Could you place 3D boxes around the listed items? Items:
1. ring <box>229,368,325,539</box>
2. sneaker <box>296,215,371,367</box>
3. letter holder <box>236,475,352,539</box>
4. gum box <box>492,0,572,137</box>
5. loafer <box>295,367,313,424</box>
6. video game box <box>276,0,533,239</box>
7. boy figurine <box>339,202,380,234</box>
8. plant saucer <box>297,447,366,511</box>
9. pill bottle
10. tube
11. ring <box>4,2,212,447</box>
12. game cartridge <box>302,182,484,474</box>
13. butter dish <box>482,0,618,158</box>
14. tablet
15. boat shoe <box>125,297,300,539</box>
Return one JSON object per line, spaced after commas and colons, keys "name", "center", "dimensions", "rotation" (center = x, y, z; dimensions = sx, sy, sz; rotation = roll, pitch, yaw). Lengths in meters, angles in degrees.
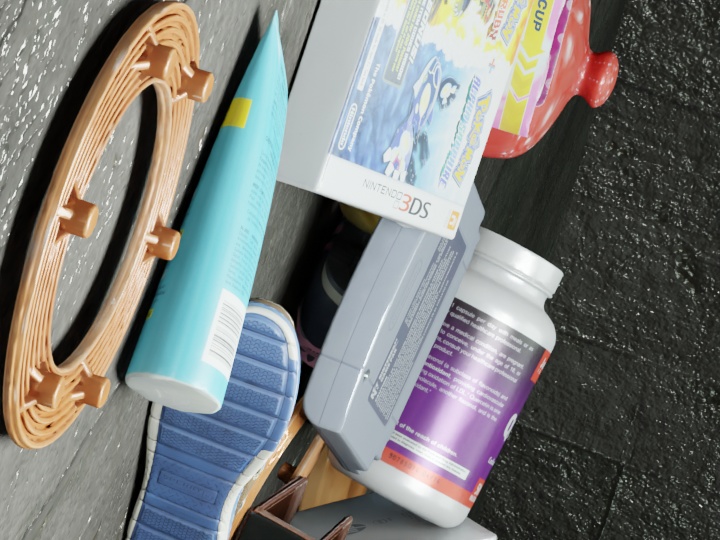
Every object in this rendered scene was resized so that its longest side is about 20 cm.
{"name": "ring", "center": [-0.056, 0.131, 1.707], "dimensions": [0.201, 0.019, 0.201], "rotation": [-56, 170, -15]}
{"name": "sneaker", "center": [0.000, 0.000, 1.791], "dimensions": [0.082, 0.070, 0.200], "rotation": [-57, 175, 29]}
{"name": "letter holder", "center": [-0.055, 0.257, 1.719], "dimensions": [0.201, 0.100, 0.142], "rotation": [-64, 172, 12]}
{"name": "gum box", "center": [0.085, -0.192, 1.700], "dimensions": [0.066, 0.113, 0.201], "rotation": [-61, 168, -51]}
{"name": "loafer", "center": [-0.004, 0.093, 1.922], "dimensions": [0.071, 0.068, 0.201], "rotation": [-62, 168, -2]}
{"name": "video game box", "center": [0.032, -0.130, 1.519], "dimensions": [0.182, 0.047, 0.201], "rotation": [15, 93, -63]}
{"name": "boy figurine", "center": [0.019, -0.092, 1.672], "dimensions": [0.125, 0.064, 0.201], "rotation": [-66, 167, -47]}
{"name": "plant saucer", "center": [-0.005, 0.141, 2.152], "dimensions": [0.200, 0.037, 0.202], "rotation": [19, 90, -83]}
{"name": "pill bottle", "center": [0.066, 0.074, 1.802], "dimensions": [0.201, 0.112, 0.112], "rotation": [-62, 172, -3]}
{"name": "tube", "center": [-0.067, -0.028, 1.294], "dimensions": [0.078, 0.050, 0.201], "rotation": [100, 6, -69]}
{"name": "ring", "center": [-0.104, -0.017, 1.087], "dimensions": [0.200, 0.019, 0.202], "rotation": [18, 90, -82]}
{"name": "game cartridge", "center": [0.023, 0.025, 1.659], "dimensions": [0.133, 0.041, 0.201], "rotation": [69, 44, -70]}
{"name": "butter dish", "center": [0.122, -0.165, 1.906], "dimensions": [0.200, 0.147, 0.201], "rotation": [-51, 158, -67]}
{"name": "tablet", "center": [0.011, 0.191, 1.857], "dimensions": [0.200, 0.129, 0.014], "rotation": [-161, -121, -74]}
{"name": "boat shoe", "center": [-0.081, 0.087, 1.400], "dimensions": [0.073, 0.072, 0.201], "rotation": [-68, -177, -58]}
